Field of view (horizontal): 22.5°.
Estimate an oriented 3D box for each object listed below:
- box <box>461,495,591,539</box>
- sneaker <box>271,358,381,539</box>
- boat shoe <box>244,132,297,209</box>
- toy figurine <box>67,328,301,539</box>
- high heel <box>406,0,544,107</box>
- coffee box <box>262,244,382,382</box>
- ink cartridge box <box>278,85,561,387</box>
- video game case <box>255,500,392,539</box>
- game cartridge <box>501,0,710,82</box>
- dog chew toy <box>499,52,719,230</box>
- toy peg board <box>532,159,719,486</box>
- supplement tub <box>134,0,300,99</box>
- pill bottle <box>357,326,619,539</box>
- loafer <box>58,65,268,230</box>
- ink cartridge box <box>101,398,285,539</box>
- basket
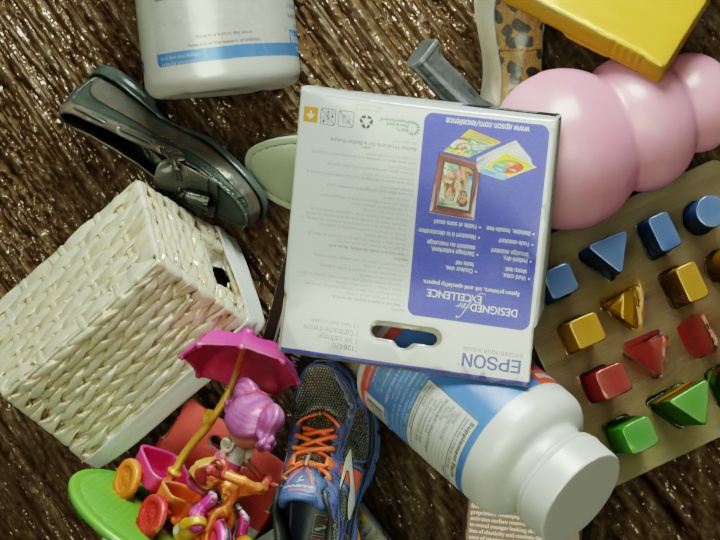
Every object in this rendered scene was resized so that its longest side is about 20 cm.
[{"bbox_3d":[0.134,0.228,1.472,0.100,0.075,0.201,6,93,14],"label":"box"},{"bbox_3d":[-0.031,0.167,1.426,0.075,0.078,0.201,-4,77,21],"label":"sneaker"},{"bbox_3d":[0.005,-0.085,1.499,0.200,0.061,0.072,6,120,20],"label":"boat shoe"},{"bbox_3d":[-0.113,0.138,1.411,0.185,0.150,0.200,-60,36,11],"label":"toy figurine"},{"bbox_3d":[0.149,-0.186,1.466,0.200,0.071,0.143,-46,110,-3],"label":"high heel"},{"bbox_3d":[0.000,0.000,1.459,0.113,0.080,0.201,24,122,10],"label":"coffee box"},{"bbox_3d":[0.043,-0.027,1.352,0.197,0.047,0.201,8,103,13],"label":"ink cartridge box"},{"bbox_3d":[-0.041,0.297,1.516,0.200,0.023,0.182,-33,110,12],"label":"video game case"},{"bbox_3d":[0.183,-0.256,1.404,0.200,0.032,0.177,30,65,10],"label":"game cartridge"},{"bbox_3d":[0.203,-0.109,1.403,0.199,0.125,0.125,-20,89,-12],"label":"dog chew toy"},{"bbox_3d":[0.237,0.038,1.390,0.199,0.098,0.200,-24,87,-5],"label":"toy peg board"},{"bbox_3d":[-0.122,-0.245,1.484,0.131,0.132,0.201,-4,93,15],"label":"supplement tub"},{"bbox_3d":[0.100,0.115,1.385,0.200,0.112,0.112,39,104,33],"label":"pill bottle"},{"bbox_3d":[-0.169,-0.092,1.532,0.200,0.063,0.072,38,147,16],"label":"loafer"},{"bbox_3d":[-0.142,0.216,1.555,0.116,0.067,0.200,34,102,10],"label":"ink cartridge box"},{"bbox_3d":[-0.199,0.040,1.502,0.200,0.136,0.123,-39,128,14],"label":"basket"}]
